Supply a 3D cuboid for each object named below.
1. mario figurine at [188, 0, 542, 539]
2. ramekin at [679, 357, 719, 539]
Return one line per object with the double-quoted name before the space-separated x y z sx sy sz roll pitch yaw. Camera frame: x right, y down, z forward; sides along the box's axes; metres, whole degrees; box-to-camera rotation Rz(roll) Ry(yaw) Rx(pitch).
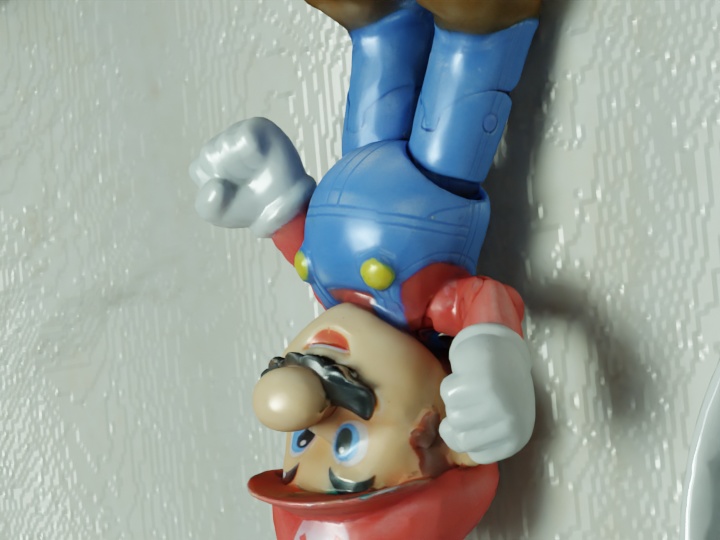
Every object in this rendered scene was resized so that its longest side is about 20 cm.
"mario figurine" 0.000 0.000 0.839 0.123 0.106 0.201 161 115 -82
"ramekin" 0.183 0.072 0.641 0.200 0.105 0.201 2 92 49
